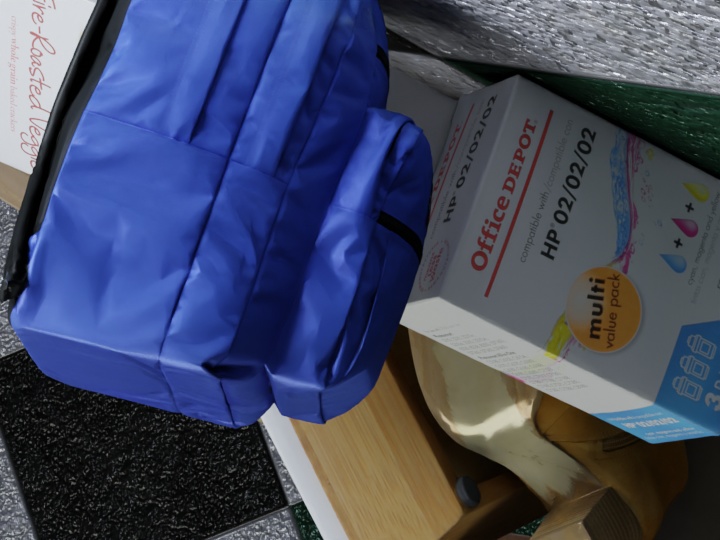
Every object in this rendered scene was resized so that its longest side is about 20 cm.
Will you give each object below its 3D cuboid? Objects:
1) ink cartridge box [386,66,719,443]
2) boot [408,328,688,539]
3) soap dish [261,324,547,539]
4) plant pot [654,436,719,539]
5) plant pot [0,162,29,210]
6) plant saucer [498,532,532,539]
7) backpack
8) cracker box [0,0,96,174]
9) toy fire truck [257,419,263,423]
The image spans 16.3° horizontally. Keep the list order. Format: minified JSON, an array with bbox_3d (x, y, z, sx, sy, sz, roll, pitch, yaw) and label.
[{"bbox_3d":[0.089,-0.011,1.167,0.199,0.116,0.068,25,164,-19],"label":"ink cartridge box"},{"bbox_3d":[0.099,0.054,1.279,0.071,0.202,0.144,-19,-168,30],"label":"boot"},{"bbox_3d":[0.034,0.071,1.320,0.200,0.081,0.158,-14,-106,-60],"label":"soap dish"},{"bbox_3d":[0.203,0.089,1.414,0.199,0.174,0.200,23,176,2],"label":"plant pot"},{"bbox_3d":[-0.148,-0.076,1.654,0.200,0.093,0.201,22,-168,-5],"label":"plant pot"},{"bbox_3d":[0.087,0.178,1.345,0.199,0.035,0.200,9,-172,-1],"label":"plant saucer"},{"bbox_3d":[-0.051,-0.041,1.082,0.167,0.201,0.163,15,168,-2],"label":"backpack"},{"bbox_3d":[-0.125,-0.098,1.259,0.199,0.058,0.134,22,137,14],"label":"cracker box"},{"bbox_3d":[-0.016,0.023,1.848,0.128,0.177,0.200,21,-171,32],"label":"toy fire truck"}]
